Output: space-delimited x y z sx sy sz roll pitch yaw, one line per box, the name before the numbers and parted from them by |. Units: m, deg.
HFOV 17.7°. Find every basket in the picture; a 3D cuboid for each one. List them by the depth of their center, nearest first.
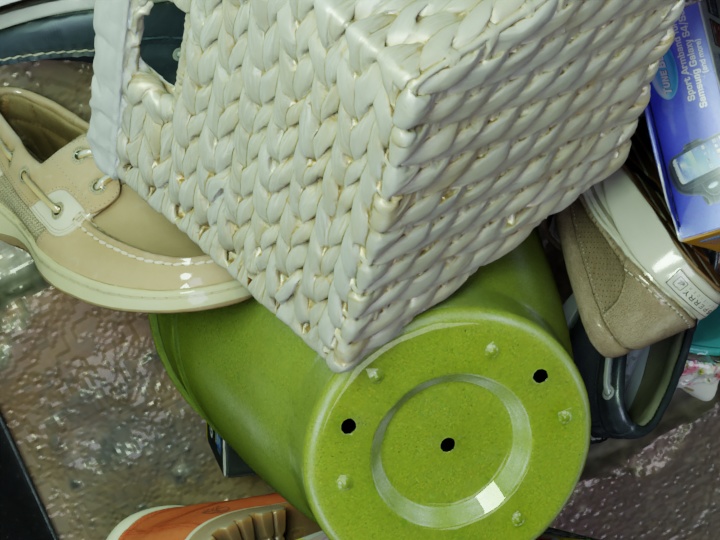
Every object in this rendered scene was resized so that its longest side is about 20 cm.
basket | 0.016 -0.104 0.925 0.200 0.161 0.199 -36 157 -31

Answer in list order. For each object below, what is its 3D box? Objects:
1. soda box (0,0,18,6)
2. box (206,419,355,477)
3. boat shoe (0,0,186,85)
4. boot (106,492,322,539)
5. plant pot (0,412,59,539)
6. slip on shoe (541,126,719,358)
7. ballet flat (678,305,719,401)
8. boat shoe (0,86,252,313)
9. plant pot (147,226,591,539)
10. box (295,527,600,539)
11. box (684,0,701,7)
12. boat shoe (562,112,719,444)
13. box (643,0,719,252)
soda box | -0.158 -0.156 0.988 0.199 0.064 0.068 -10 123 37
box | 0.000 0.000 1.171 0.158 0.049 0.202 -7 114 -15
boat shoe | -0.083 -0.109 1.090 0.198 0.075 0.062 -10 104 -20
boot | -0.038 0.142 1.213 0.199 0.107 0.076 -1 91 -41
plant pot | -0.252 0.163 1.104 0.176 0.200 0.201 -18 117 6
slip on shoe | 0.111 -0.037 1.103 0.061 0.201 0.076 -40 133 17
ballet flat | 0.207 0.040 1.233 0.198 0.076 0.064 -1 130 -11
boat shoe | -0.119 -0.033 1.045 0.071 0.199 0.065 -11 115 -39
plant pot | 0.016 0.039 1.058 0.198 0.193 0.202 -6 113 -13
box | 0.018 0.157 1.116 0.199 0.117 0.049 -16 108 -42
box | 0.149 -0.238 1.022 0.165 0.200 0.165 -20 116 -5
boat shoe | 0.151 -0.004 1.156 0.075 0.060 0.202 31 71 -37
box | 0.173 -0.070 1.090 0.041 0.200 0.120 -16 82 19
